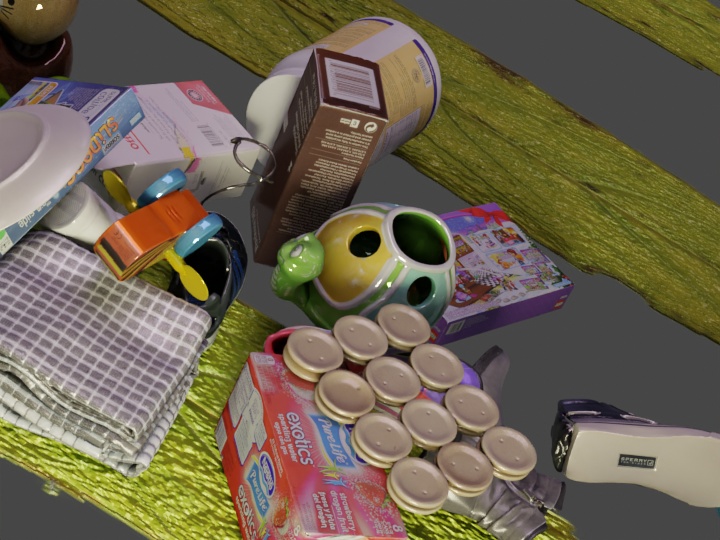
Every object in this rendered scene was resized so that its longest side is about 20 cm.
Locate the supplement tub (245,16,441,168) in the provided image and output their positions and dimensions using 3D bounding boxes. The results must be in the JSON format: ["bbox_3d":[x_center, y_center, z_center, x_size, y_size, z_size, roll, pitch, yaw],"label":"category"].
[{"bbox_3d":[-0.017,-0.177,1.824,0.145,0.146,0.200,36,36,13],"label":"supplement tub"}]

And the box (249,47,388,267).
[{"bbox_3d":[-0.043,-0.104,1.666,0.075,0.201,0.100,12,37,-16],"label":"box"}]

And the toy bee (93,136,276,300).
[{"bbox_3d":[-0.161,-0.030,1.480,0.199,0.109,0.131,-7,64,-43],"label":"toy bee"}]

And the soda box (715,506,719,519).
[{"bbox_3d":[0.446,0.236,1.664,0.199,0.064,0.068,13,37,-19],"label":"soda box"}]

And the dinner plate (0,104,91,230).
[{"bbox_3d":[-0.326,-0.088,1.474,0.199,0.024,0.201,-16,36,12],"label":"dinner plate"}]

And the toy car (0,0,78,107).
[{"bbox_3d":[-0.338,-0.260,1.676,0.157,0.200,0.164,-6,46,-38],"label":"toy car"}]

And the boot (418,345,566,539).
[{"bbox_3d":[0.129,0.167,1.561,0.131,0.070,0.200,31,46,1],"label":"boot"}]

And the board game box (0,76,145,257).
[{"bbox_3d":[-0.302,-0.096,1.520,0.135,0.035,0.200,11,47,39],"label":"board game box"}]

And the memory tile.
[{"bbox_3d":[0.040,0.111,1.425,0.153,0.017,0.200,-15,54,-39],"label":"memory tile"}]

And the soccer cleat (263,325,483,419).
[{"bbox_3d":[0.008,0.091,1.510,0.199,0.069,0.073,13,-2,22],"label":"soccer cleat"}]

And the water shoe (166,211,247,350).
[{"bbox_3d":[-0.135,-0.004,1.586,0.071,0.079,0.200,20,36,-10],"label":"water shoe"}]

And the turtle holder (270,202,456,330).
[{"bbox_3d":[0.004,-0.007,1.596,0.185,0.132,0.141,29,48,-20],"label":"turtle holder"}]

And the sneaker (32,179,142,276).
[{"bbox_3d":[-0.266,-0.046,1.575,0.116,0.074,0.200,44,-7,-40],"label":"sneaker"}]

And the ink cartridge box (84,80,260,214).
[{"bbox_3d":[-0.214,-0.122,1.696,0.199,0.068,0.117,-10,49,-43],"label":"ink cartridge box"}]

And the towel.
[{"bbox_3d":[-0.234,0.064,1.432,0.199,0.086,0.166,27,36,1],"label":"towel"}]

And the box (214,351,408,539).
[{"bbox_3d":[-0.044,0.172,1.402,0.095,0.100,0.200,7,39,-25],"label":"box"}]

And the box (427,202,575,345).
[{"bbox_3d":[0.109,0.001,1.769,0.199,0.039,0.137,-13,52,-42],"label":"box"}]

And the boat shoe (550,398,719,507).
[{"bbox_3d":[0.272,0.163,1.615,0.199,0.075,0.093,12,19,-8],"label":"boat shoe"}]
